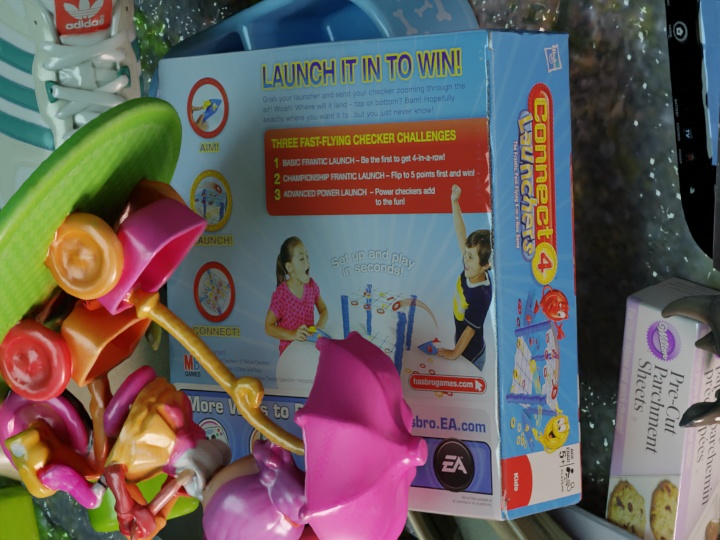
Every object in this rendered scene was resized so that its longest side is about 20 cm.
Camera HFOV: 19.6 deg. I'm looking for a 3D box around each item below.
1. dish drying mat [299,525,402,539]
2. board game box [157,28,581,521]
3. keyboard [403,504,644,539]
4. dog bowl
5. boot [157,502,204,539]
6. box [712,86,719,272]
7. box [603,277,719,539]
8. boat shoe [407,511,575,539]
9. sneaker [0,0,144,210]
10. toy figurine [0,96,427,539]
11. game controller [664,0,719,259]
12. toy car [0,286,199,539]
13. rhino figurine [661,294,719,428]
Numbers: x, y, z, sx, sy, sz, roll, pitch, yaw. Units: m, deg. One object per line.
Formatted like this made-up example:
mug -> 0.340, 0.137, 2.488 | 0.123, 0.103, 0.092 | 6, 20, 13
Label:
dish drying mat -> -0.047, 0.173, 1.095 | 0.200, 0.077, 0.018 | -29, 43, 43
board game box -> 0.000, 0.000, 0.906 | 0.199, 0.056, 0.197 | 1, 94, 43
keyboard -> 0.078, 0.125, 0.967 | 0.200, 0.011, 0.057 | 22, 112, 53
dog bowl -> -0.029, -0.083, 1.002 | 0.199, 0.049, 0.112 | -18, 91, 45
boot -> -0.061, 0.074, 1.083 | 0.097, 0.075, 0.201 | 29, 128, 15
box -> 0.185, -0.059, 0.717 | 0.136, 0.038, 0.201 | 35, 141, 43
box -> 0.134, 0.105, 0.921 | 0.041, 0.039, 0.201 | 21, 117, 37
boat shoe -> 0.057, 0.130, 0.932 | 0.073, 0.063, 0.201 | -51, 52, 46
sneaker -> -0.133, -0.088, 0.941 | 0.093, 0.070, 0.201 | 122, 138, -64
toy figurine -> -0.067, 0.063, 0.843 | 0.184, 0.150, 0.200 | 37, 118, 12
game controller -> 0.164, -0.095, 0.825 | 0.104, 0.042, 0.201 | 5, 107, 42
toy car -> -0.179, 0.055, 1.053 | 0.200, 0.157, 0.165 | 161, 97, -71
rhino figurine -> 0.202, 0.067, 0.819 | 0.199, 0.060, 0.088 | 32, 124, 20
